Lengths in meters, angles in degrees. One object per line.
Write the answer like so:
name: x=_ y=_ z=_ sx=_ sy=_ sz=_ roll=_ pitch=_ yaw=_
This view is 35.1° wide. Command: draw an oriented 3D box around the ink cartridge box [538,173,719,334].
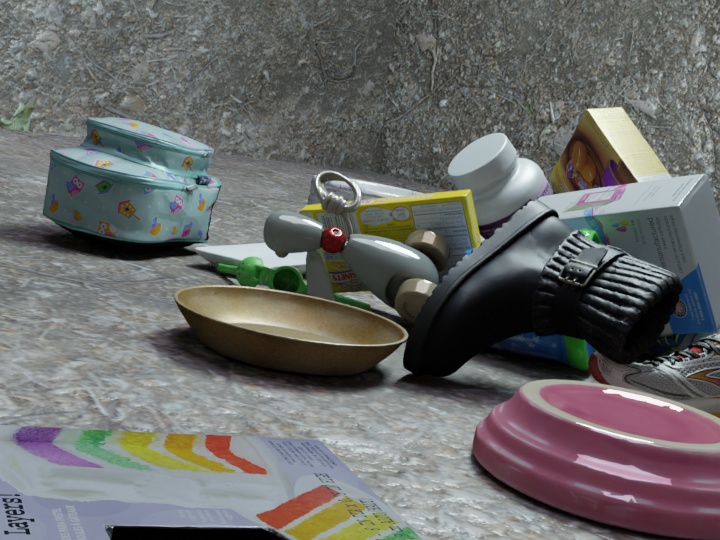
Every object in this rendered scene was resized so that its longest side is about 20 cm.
ink cartridge box: x=0.274 y=-0.010 z=1.193 sx=0.199 sy=0.145 sz=0.085 roll=-5 pitch=24 yaw=42

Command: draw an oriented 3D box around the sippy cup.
sippy cup: x=0.166 y=0.027 z=1.123 sx=0.129 sy=0.179 sz=0.140 roll=2 pitch=41 yaw=18

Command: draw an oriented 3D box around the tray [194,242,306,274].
tray: x=-0.108 y=-0.011 z=1.383 sx=0.107 sy=0.022 sz=0.200 roll=15 pitch=9 yaw=23

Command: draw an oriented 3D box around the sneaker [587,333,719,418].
sneaker: x=0.293 y=0.088 z=0.987 sx=0.199 sy=0.083 sz=0.078 roll=7 pitch=10 yaw=-9

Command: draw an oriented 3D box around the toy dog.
toy dog: x=0.000 y=0.000 z=1.171 sx=0.199 sy=0.097 sz=0.132 roll=33 pitch=48 yaw=14

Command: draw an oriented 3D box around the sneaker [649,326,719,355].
sneaker: x=0.340 y=0.074 z=1.242 sx=0.104 sy=0.076 sz=0.200 roll=-5 pitch=4 yaw=9

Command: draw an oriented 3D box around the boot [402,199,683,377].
boot: x=0.152 y=0.042 z=0.949 sx=0.158 sy=0.211 sz=0.080 roll=36 pitch=-21 yaw=28

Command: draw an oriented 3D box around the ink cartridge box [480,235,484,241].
ink cartridge box: x=0.097 y=-0.013 z=1.331 sx=0.094 sy=0.044 sz=0.200 roll=-22 pitch=23 yaw=-5

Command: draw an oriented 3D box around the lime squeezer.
lime squeezer: x=-0.089 y=0.015 z=1.222 sx=0.199 sy=0.038 sz=0.071 roll=13 pitch=-22 yaw=28

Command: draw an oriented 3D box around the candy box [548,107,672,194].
candy box: x=0.302 y=-0.075 z=1.296 sx=0.056 sy=0.117 sz=0.201 roll=-6 pitch=53 yaw=-26

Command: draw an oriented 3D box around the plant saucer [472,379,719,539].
plant saucer: x=0.176 y=0.117 z=0.754 sx=0.199 sy=0.051 sz=0.201 roll=10 pitch=9 yaw=-2

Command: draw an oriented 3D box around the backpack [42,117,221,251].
backpack: x=-0.276 y=-0.100 z=1.356 sx=0.175 sy=0.154 sz=0.200 roll=18 pitch=17 yaw=18

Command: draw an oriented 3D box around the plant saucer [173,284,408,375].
plant saucer: x=-0.061 y=0.052 z=0.956 sx=0.199 sy=0.036 sz=0.200 roll=11 pitch=8 yaw=-2

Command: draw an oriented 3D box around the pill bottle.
pill bottle: x=0.192 y=-0.064 z=1.385 sx=0.200 sy=0.112 sz=0.112 roll=53 pitch=-11 yaw=-24

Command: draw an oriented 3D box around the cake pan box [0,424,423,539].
cake pan box: x=-0.069 y=0.117 z=0.452 sx=0.183 sy=0.053 sz=0.200 roll=5 pitch=10 yaw=-22

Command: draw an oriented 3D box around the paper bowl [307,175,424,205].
paper bowl: x=0.018 y=-0.074 z=1.679 sx=0.199 sy=0.105 sz=0.201 roll=9 pitch=8 yaw=-1

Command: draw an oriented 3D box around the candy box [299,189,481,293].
candy box: x=0.035 y=-0.029 z=1.226 sx=0.199 sy=0.103 sz=0.026 roll=-3 pitch=25 yaw=28
